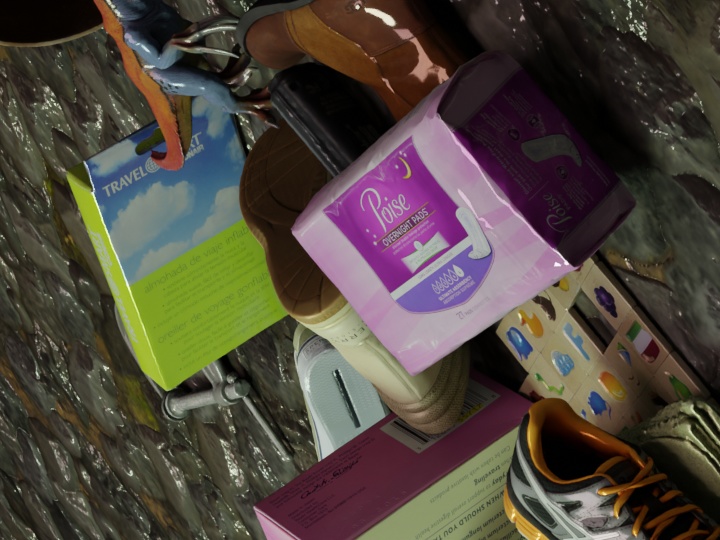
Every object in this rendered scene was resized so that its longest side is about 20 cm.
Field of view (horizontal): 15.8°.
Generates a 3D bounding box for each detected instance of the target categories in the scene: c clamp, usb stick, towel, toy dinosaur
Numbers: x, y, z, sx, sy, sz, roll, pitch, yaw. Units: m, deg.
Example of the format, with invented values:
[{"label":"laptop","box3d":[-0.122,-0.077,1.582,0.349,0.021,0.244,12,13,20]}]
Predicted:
[{"label":"c clamp","box3d":[-0.142,0.085,2.140,0.172,0.027,0.200,61,157,-11]},{"label":"usb stick","box3d":[0.017,-0.049,1.603,0.200,0.055,0.033,50,128,17]},{"label":"towel","box3d":[0.199,0.146,1.498,0.149,0.036,0.200,51,156,0]},{"label":"toy dinosaur","box3d":[-0.130,-0.139,1.639,0.200,0.181,0.105,-51,42,23]}]

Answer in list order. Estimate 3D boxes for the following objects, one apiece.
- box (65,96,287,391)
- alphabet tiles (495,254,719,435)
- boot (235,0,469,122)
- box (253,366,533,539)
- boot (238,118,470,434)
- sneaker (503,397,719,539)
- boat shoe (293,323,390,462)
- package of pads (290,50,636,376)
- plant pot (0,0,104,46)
[{"label":"box","box3d":[-0.127,-0.029,1.831,0.048,0.122,0.201,31,147,49]},{"label":"alphabet tiles","box3d":[0.149,0.074,1.556,0.167,0.008,0.200,51,157,13]},{"label":"boot","box3d":[0.025,-0.103,1.534,0.200,0.068,0.188,49,150,0]},{"label":"box","box3d":[0.055,0.197,1.682,0.097,0.175,0.201,28,146,55]},{"label":"boot","box3d":[0.000,0.000,1.663,0.155,0.073,0.201,45,-164,-37]},{"label":"sneaker","box3d":[0.153,0.142,1.439,0.199,0.078,0.078,30,140,35]},{"label":"boat shoe","box3d":[0.000,0.120,1.864,0.062,0.071,0.201,-113,7,-60]},{"label":"package of pads","box3d":[0.051,-0.030,1.441,0.121,0.076,0.200,48,147,-3]},{"label":"plant pot","box3d":[-0.229,-0.277,1.676,0.200,0.186,0.188,-124,17,-44]}]
